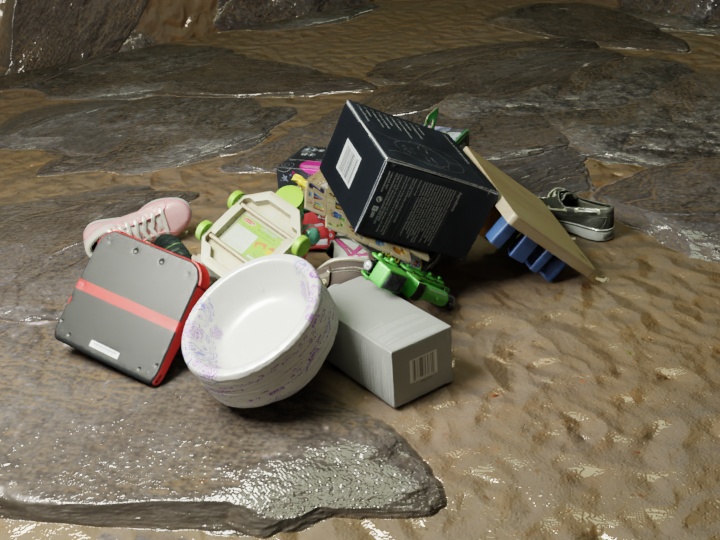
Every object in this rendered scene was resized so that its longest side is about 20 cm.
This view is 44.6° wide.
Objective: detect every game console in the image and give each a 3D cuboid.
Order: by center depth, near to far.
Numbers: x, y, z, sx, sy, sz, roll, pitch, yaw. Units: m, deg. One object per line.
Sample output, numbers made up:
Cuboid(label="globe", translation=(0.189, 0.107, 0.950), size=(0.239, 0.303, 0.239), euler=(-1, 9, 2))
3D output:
Cuboid(label="game console", translation=(-0.318, 0.046, 1.226), size=(0.197, 0.180, 0.031), euler=(19, -10, 25))

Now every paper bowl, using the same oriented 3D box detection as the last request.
Cuboid(label="paper bowl", translation=(-0.120, 0.085, 1.123), size=(0.197, 0.105, 0.203), euler=(-19, 40, 17))

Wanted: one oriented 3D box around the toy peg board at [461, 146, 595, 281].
Cuboid(label="toy peg board", translation=(0.232, -0.063, 1.364), size=(0.198, 0.098, 0.201), euler=(28, 24, -34))

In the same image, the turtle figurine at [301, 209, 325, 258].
Cuboid(label="turtle figurine", translation=(-0.103, -0.051, 1.383), size=(0.100, 0.153, 0.198), euler=(23, -13, -41))

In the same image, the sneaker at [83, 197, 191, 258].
Cuboid(label="sneaker", translation=(-0.390, -0.064, 1.537), size=(0.196, 0.077, 0.105), euler=(-16, 23, -6))

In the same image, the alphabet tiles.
Cuboid(label="alphabet tiles", translation=(0.009, -0.073, 1.284), size=(0.197, 0.006, 0.167), euler=(23, 24, -13))

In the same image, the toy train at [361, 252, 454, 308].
Cuboid(label="toy train", translation=(0.073, 0.019, 1.240), size=(0.056, 0.042, 0.199), euler=(41, 13, 36))

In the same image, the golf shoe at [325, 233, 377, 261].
Cuboid(label="golf shoe", translation=(0.000, 0.000, 1.379), size=(0.091, 0.073, 0.201), euler=(-36, 32, 9))

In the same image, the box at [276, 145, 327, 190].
Cuboid(label="box", translation=(-0.037, -0.149, 1.609), size=(0.196, 0.117, 0.132), euler=(8, 28, 21))

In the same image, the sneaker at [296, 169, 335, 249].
Cuboid(label="sneaker", translation=(-0.043, -0.115, 1.502), size=(0.198, 0.113, 0.072), euler=(-32, 29, 6))

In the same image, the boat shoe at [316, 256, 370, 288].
Cuboid(label="boat shoe", translation=(-0.068, 0.031, 1.280), size=(0.196, 0.073, 0.060), euler=(-12, 17, 15))

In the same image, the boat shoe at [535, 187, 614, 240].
Cuboid(label="boat shoe", translation=(0.353, -0.110, 1.528), size=(0.198, 0.065, 0.070), euler=(20, 35, 39))

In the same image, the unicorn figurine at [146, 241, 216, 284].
Cuboid(label="unicorn figurine", translation=(-0.236, -0.008, 1.382), size=(0.196, 0.075, 0.138), euler=(-17, 34, 2))

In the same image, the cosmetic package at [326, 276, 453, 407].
Cuboid(label="cosmetic package", translation=(0.021, 0.088, 1.165), size=(0.105, 0.092, 0.199), euler=(-19, 27, -29))

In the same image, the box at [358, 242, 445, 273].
Cuboid(label="box", translation=(0.065, -0.067, 1.397), size=(0.159, 0.045, 0.200), euler=(33, 24, 11))

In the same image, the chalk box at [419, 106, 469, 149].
Cuboid(label="chalk box", translation=(0.118, -0.184, 1.555), size=(0.121, 0.204, 0.124), euler=(8, 28, 24))

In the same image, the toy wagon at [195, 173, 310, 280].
Cuboid(label="toy wagon", translation=(-0.144, -0.061, 1.308), size=(0.154, 0.040, 0.200), euler=(33, 68, 27))

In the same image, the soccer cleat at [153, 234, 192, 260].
Cuboid(label="soccer cleat", translation=(-0.283, 0.016, 1.291), size=(0.080, 0.068, 0.202), euler=(19, 35, -43))

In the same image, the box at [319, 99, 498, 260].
Cuboid(label="box", translation=(0.067, -0.135, 1.305), size=(0.193, 0.126, 0.201), euler=(12, 28, -27))
